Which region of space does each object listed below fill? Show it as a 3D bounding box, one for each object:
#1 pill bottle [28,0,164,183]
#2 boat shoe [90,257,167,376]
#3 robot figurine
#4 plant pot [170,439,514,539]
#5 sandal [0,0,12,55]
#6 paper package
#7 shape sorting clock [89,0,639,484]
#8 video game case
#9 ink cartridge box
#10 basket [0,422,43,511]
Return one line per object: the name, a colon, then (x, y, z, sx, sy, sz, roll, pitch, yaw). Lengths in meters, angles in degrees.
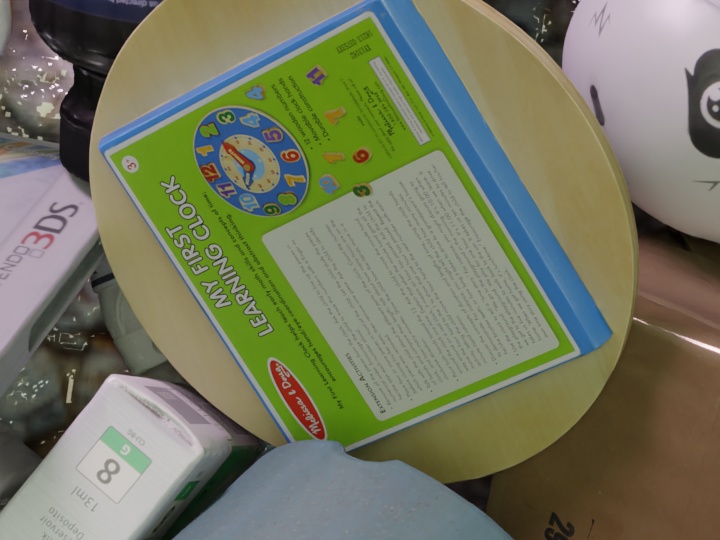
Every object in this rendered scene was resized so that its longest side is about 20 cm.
pill bottle: (-0.063, -0.133, 0.854, 0.112, 0.112, 0.200, 4, 109, -2)
boat shoe: (-0.001, 0.000, 0.909, 0.202, 0.075, 0.086, -17, 92, 2)
robot figurine: (0.162, -0.101, 0.846, 0.150, 0.125, 0.200, 37, 77, 18)
plant pot: (-0.034, 0.172, 0.769, 0.200, 0.200, 0.196, 44, 56, -2)
sandal: (-0.193, -0.157, 0.906, 0.079, 0.059, 0.207, -43, 80, 31)
paper package: (0.138, 0.108, 0.834, 0.191, 0.103, 0.200, 25, 115, 35)
shape sorting clock: (-0.001, -0.015, 0.807, 0.200, 0.039, 0.200, 9, 119, 17)
video game case: (-0.196, -0.015, 0.840, 0.200, 0.182, 0.022, 11, 118, 9)
ink cartridge box: (-0.122, 0.127, 0.865, 0.050, 0.161, 0.200, 38, 90, 5)
basket: (-0.231, 0.109, 0.878, 0.123, 0.136, 0.200, 43, 90, 2)
